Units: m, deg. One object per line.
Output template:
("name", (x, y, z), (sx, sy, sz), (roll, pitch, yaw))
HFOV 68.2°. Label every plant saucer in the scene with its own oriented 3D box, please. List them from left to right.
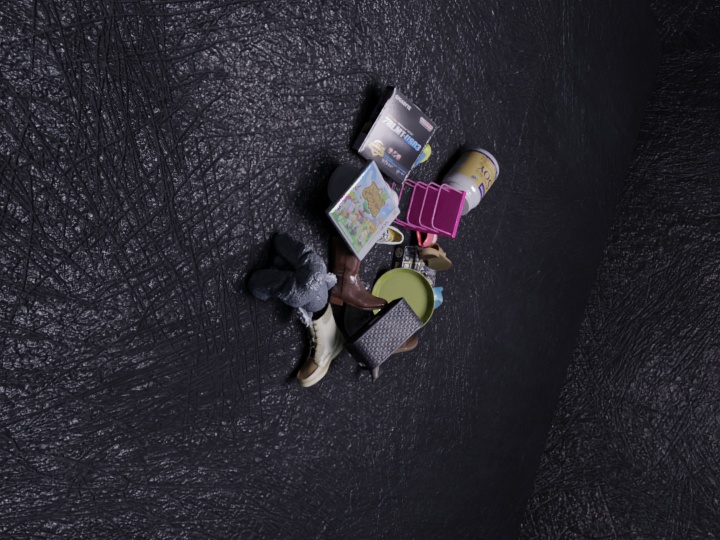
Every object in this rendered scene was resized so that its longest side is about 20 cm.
("plant saucer", (0.131, 0.091, 1.648), (0.031, 0.196, 0.204), (-53, 152, -81))

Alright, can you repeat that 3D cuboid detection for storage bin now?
("storage bin", (0.061, 0.176, 1.482), (0.199, 0.135, 0.094), (-41, 93, -16))

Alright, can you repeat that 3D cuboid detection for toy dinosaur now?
("toy dinosaur", (0.183, 0.030, 1.697), (0.087, 0.047, 0.204), (18, 86, -41))

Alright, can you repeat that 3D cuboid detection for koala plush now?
("koala plush", (-0.141, 0.042, 1.327), (0.179, 0.182, 0.201), (-58, 148, -17))

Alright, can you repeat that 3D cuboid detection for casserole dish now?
("casserole dish", (0.188, 0.122, 1.715), (0.198, 0.039, 0.121), (-32, 158, 9))

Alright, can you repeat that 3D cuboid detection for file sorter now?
("file sorter", (0.187, -0.194, 1.590), (0.124, 0.198, 0.142), (15, 90, -46))

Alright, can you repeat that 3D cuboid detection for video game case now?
("video game case", (0.011, -0.152, 1.378), (0.183, 0.022, 0.201), (-51, 138, -14))

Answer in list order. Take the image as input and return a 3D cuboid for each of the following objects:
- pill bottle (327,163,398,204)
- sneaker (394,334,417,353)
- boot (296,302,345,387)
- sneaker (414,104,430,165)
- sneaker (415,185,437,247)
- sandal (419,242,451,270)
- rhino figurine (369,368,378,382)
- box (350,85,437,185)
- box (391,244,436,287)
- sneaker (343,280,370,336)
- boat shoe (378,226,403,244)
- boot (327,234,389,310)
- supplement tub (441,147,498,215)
("pill bottle", (0.013, -0.208, 1.453), (0.198, 0.111, 0.114), (14, 91, -49))
("sneaker", (0.123, 0.222, 1.736), (0.198, 0.070, 0.077), (-10, 108, -47))
("boot", (-0.125, 0.200, 1.450), (0.200, 0.071, 0.157), (-48, 134, -37))
("sneaker", (0.152, -0.393, 1.582), (0.106, 0.075, 0.201), (-52, 135, -23))
("sneaker", (0.215, -0.169, 1.706), (0.087, 0.073, 0.204), (-31, 124, -58))
("sandal", (0.240, -0.059, 1.707), (0.211, 0.076, 0.071), (28, 56, -62))
("rhino figurine", (0.044, 0.246, 1.632), (0.059, 0.087, 0.204), (0, 97, -18))
("box", (0.097, -0.373, 1.492), (0.199, 0.050, 0.200), (28, 97, -40))
("box", (0.179, 0.002, 1.751), (0.198, 0.049, 0.165), (1, 100, -48))
("sneaker", (-0.002, 0.123, 1.557), (0.074, 0.081, 0.204), (-28, 121, -40))
("boat shoe", (0.060, -0.109, 1.554), (0.200, 0.085, 0.076), (16, 89, -49))
("boot", (0.000, 0.000, 1.469), (0.064, 0.183, 0.204), (-69, 166, -80))
("supplement tub", (0.361, -0.299, 1.792), (0.201, 0.144, 0.146), (-51, 134, -25))
